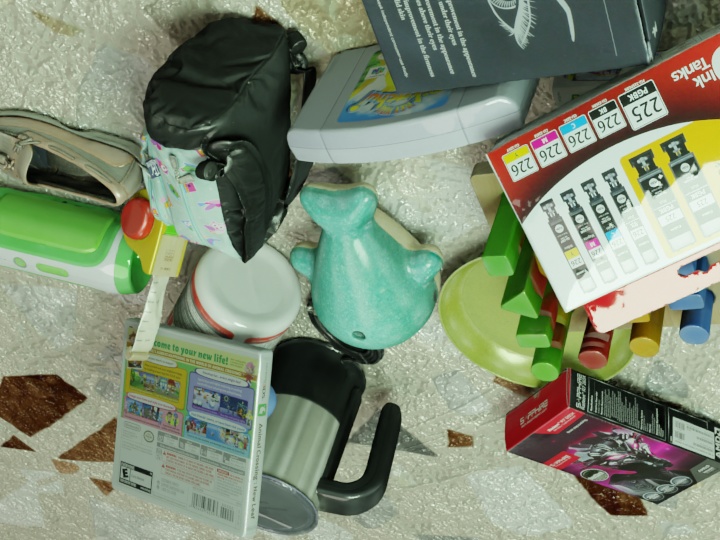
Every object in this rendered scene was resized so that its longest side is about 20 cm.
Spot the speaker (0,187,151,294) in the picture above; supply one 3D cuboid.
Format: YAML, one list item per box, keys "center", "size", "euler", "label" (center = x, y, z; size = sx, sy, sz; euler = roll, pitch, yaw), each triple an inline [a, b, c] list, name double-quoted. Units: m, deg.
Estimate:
- center: [-0.323, -0.033, 1.216]
  size: [0.198, 0.089, 0.089]
  euler: [13, 139, 11]
  label: "speaker"

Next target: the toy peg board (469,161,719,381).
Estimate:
- center: [0.206, 0.005, 0.952]
  size: [0.198, 0.098, 0.201]
  euler: [-4, 134, 28]
  label: "toy peg board"

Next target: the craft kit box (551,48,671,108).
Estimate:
- center: [0.272, -0.090, 0.924]
  size: [0.196, 0.049, 0.201]
  euler: [1, 136, 27]
  label: "craft kit box"

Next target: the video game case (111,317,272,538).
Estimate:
- center: [-0.173, 0.153, 1.142]
  size: [0.199, 0.022, 0.184]
  euler: [10, 96, 38]
  label: "video game case"

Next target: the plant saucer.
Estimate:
- center: [0.176, 0.043, 1.122]
  size: [0.198, 0.031, 0.201]
  euler: [12, 138, 11]
  label: "plant saucer"

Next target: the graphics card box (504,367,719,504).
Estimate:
- center: [0.266, 0.177, 1.187]
  size: [0.199, 0.051, 0.126]
  euler: [21, 143, -16]
  label: "graphics card box"

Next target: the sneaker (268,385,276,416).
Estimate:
- center: [-0.153, 0.157, 1.200]
  size: [0.199, 0.071, 0.078]
  euler: [-15, 143, 36]
  label: "sneaker"

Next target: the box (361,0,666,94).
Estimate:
- center: [0.104, -0.222, 0.803]
  size: [0.198, 0.105, 0.149]
  euler: [-2, 134, 25]
  label: "box"

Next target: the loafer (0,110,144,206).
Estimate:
- center: [-0.313, -0.111, 1.143]
  size: [0.198, 0.063, 0.072]
  euler: [11, 138, 12]
  label: "loafer"

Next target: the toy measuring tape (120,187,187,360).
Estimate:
- center: [-0.216, -0.013, 1.150]
  size: [0.073, 0.074, 0.202]
  euler: [17, 97, 5]
  label: "toy measuring tape"

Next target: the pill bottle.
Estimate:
- center: [-0.149, 0.063, 1.221]
  size: [0.115, 0.116, 0.200]
  euler: [29, 140, -9]
  label: "pill bottle"

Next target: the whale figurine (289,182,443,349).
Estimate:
- center: [0.000, 0.000, 1.085]
  size: [0.158, 0.104, 0.201]
  euler: [3, 145, 21]
  label: "whale figurine"

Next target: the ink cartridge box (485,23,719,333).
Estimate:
- center: [0.220, -0.057, 0.819]
  size: [0.199, 0.084, 0.177]
  euler: [-27, 96, 18]
  label: "ink cartridge box"

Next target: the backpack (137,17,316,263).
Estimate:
- center: [-0.121, -0.108, 1.008]
  size: [0.126, 0.167, 0.201]
  euler: [26, 146, 19]
  label: "backpack"

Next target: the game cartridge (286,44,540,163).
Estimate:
- center: [0.042, -0.139, 0.899]
  size: [0.199, 0.134, 0.041]
  euler: [-6, 133, 28]
  label: "game cartridge"

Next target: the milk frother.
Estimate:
- center: [-0.059, 0.152, 1.224]
  size: [0.179, 0.189, 0.201]
  euler: [-2, 135, 24]
  label: "milk frother"
